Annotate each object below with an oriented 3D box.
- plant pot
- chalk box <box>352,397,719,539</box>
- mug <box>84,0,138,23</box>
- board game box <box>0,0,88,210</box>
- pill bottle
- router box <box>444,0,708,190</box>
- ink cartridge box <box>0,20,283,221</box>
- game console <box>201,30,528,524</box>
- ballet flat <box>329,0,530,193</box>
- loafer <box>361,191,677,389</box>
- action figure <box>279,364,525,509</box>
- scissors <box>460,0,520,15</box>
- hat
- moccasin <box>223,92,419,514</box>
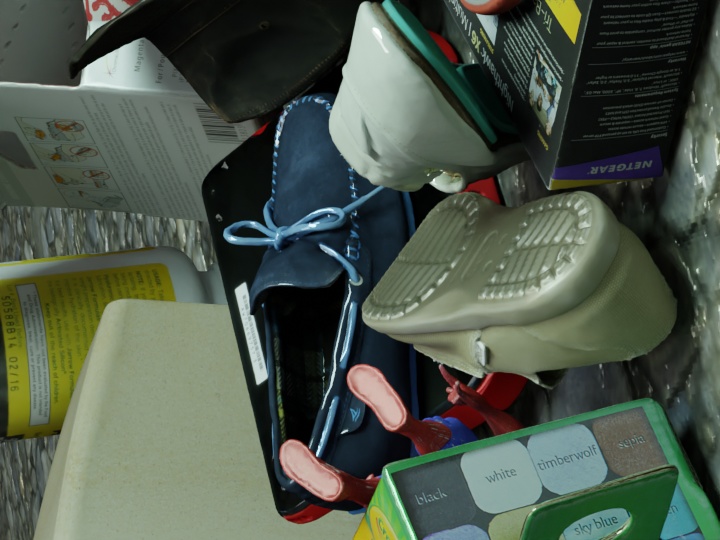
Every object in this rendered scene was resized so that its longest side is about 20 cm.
[{"bbox_3d":[-0.086,0.124,1.334,0.200,0.199,0.178,122,149,-63],"label":"plant pot"},{"bbox_3d":[0.072,0.138,0.917,0.200,0.124,0.124,111,141,-58],"label":"chalk box"},{"bbox_3d":[-0.125,-0.156,1.416,0.200,0.133,0.178,99,174,-49],"label":"mug"},{"bbox_3d":[-0.226,-0.080,1.310,0.026,0.200,0.200,36,161,15],"label":"board game box"},{"bbox_3d":[-0.156,0.043,1.479,0.111,0.199,0.112,173,90,-73],"label":"pill bottle"},{"bbox_3d":[0.075,-0.155,0.930,0.200,0.052,0.158,-114,24,-43],"label":"router box"},{"bbox_3d":[-0.130,-0.080,1.303,0.200,0.173,0.044,75,-158,-71],"label":"ink cartridge box"},{"bbox_3d":[0.000,0.000,1.140,0.177,0.031,0.200,-37,57,40],"label":"game console"},{"bbox_3d":[0.024,-0.059,0.960,0.200,0.069,0.070,13,-112,-74],"label":"ballet flat"},{"bbox_3d":[0.063,0.013,0.977,0.076,0.068,0.200,-53,17,-12],"label":"loafer"},{"bbox_3d":[0.037,0.083,0.991,0.052,0.200,0.065,41,96,32],"label":"action figure"},{"bbox_3d":[0.030,-0.133,0.971,0.200,0.014,0.073,175,87,-73],"label":"scissors"},{"bbox_3d":[-0.042,-0.124,1.139,0.081,0.200,0.201,58,165,-9],"label":"hat"},{"bbox_3d":[-0.015,0.009,1.080,0.080,0.068,0.201,-30,62,42],"label":"moccasin"}]
